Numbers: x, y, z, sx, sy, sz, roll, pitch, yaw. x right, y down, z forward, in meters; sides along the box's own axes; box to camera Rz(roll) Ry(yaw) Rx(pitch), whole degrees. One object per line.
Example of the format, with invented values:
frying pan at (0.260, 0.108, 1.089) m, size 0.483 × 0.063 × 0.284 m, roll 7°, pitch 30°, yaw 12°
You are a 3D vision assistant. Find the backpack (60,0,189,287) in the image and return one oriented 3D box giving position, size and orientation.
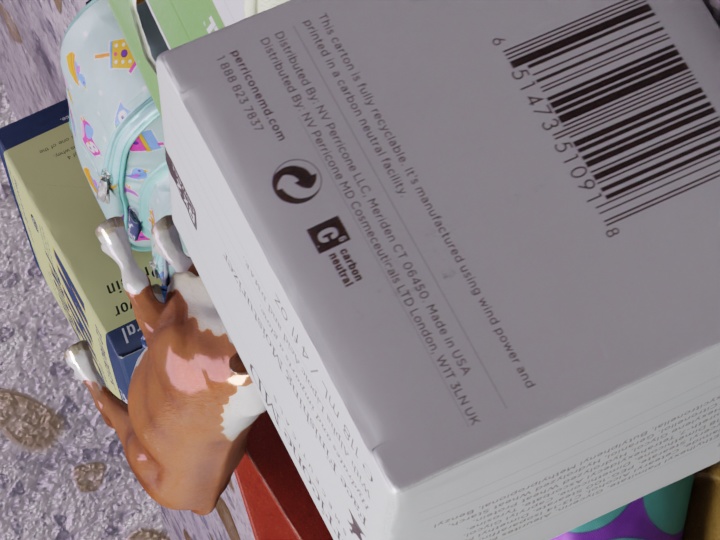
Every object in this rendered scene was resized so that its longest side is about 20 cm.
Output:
backpack at (-0.070, -0.092, 1.439) m, size 0.200 × 0.175 × 0.154 m, roll 86°, pitch 160°, yaw -63°

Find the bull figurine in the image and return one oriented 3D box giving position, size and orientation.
bull figurine at (-0.080, 0.041, 1.259) m, size 0.122 × 0.065 × 0.200 m, roll 56°, pitch 147°, yaw 21°

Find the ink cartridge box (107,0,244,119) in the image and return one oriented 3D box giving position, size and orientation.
ink cartridge box at (-0.045, -0.156, 1.291) m, size 0.200 × 0.059 × 0.104 m, roll -46°, pitch 64°, yaw 47°

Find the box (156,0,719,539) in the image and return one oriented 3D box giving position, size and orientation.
box at (0.053, -0.011, 0.998) m, size 0.199 × 0.199 × 0.131 m, roll 61°, pitch 167°, yaw 24°

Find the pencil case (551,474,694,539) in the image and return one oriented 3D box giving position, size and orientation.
pencil case at (0.090, 0.113, 1.113) m, size 0.085 × 0.092 × 0.201 m, roll -145°, pitch 60°, yaw -69°

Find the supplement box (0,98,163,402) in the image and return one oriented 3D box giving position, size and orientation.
supplement box at (-0.085, -0.017, 1.598) m, size 0.200 × 0.199 × 0.134 m, roll 56°, pitch 166°, yaw 36°

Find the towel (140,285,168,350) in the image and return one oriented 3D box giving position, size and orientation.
towel at (-0.014, 0.044, 1.451) m, size 0.112 × 0.199 × 0.049 m, roll 26°, pitch 104°, yaw 64°

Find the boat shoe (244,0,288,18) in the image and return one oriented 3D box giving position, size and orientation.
boat shoe at (-0.010, -0.108, 1.206) m, size 0.068 × 0.071 × 0.200 m, roll -82°, pitch -14°, yaw -46°

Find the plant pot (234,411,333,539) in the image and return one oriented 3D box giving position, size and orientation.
plant pot at (0.058, 0.154, 1.356) m, size 0.200 × 0.176 × 0.200 m, roll 53°, pitch 163°, yaw 48°

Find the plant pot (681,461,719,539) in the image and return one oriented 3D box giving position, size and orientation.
plant pot at (0.151, 0.162, 1.104) m, size 0.200 × 0.027 × 0.201 m, roll -177°, pitch 90°, yaw -72°
